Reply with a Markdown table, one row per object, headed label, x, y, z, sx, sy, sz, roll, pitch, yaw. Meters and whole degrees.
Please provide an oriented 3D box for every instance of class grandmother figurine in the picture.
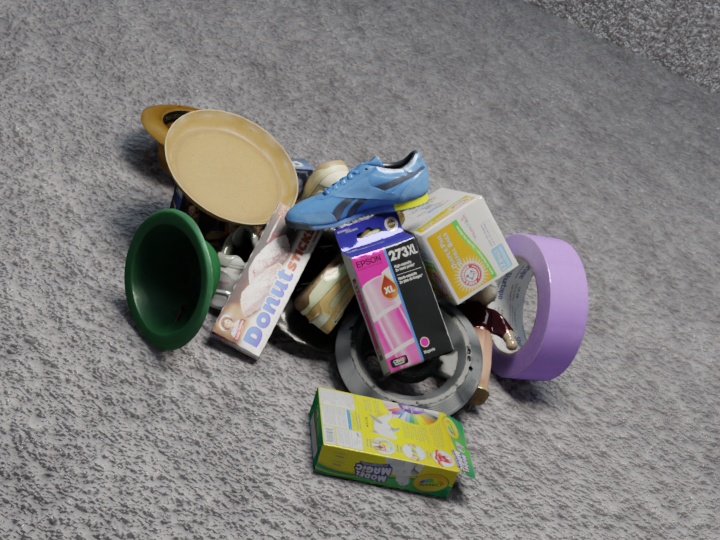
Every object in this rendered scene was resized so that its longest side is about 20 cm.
| label | x | y | z | sx | sy | sz | roll | pitch | yaw |
| --- | --- | --- | --- | --- | --- | --- | --- | --- | --- |
| grandmother figurine | 0.159 | 0.086 | 1.705 | 0.119 | 0.061 | 0.202 | 15 | 53 | -6 |

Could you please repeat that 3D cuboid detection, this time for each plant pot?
| label | x | y | z | sx | sy | sz | roll | pitch | yaw |
| --- | --- | --- | --- | --- | --- | --- | --- | --- | --- |
| plant pot | -0.180 | -0.136 | 1.701 | 0.197 | 0.028 | 0.202 | 19 | 45 | -20 |

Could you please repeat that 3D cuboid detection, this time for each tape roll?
| label | x | y | z | sx | sy | sz | roll | pitch | yaw |
| --- | --- | --- | --- | --- | --- | --- | --- | --- | --- |
| tape roll | 0.239 | 0.052 | 1.745 | 0.065 | 0.203 | 0.201 | 7 | 31 | -23 |

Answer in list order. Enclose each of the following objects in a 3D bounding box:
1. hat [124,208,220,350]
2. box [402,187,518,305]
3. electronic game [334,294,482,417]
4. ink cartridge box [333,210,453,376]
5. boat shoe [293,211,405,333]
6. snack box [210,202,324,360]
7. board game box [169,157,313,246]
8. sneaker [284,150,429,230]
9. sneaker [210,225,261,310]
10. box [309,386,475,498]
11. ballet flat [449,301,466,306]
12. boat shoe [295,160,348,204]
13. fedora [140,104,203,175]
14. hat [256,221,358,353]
| label | x | y | z | sx | sy | sz | roll | pitch | yaw |
| --- | --- | --- | --- | --- | --- | --- | --- | --- | --- |
| hat | -0.192 | 0.006 | 1.595 | 0.175 | 0.166 | 0.202 | 5 | 46 | -49 |
| box | 0.124 | -0.037 | 1.709 | 0.114 | 0.100 | 0.200 | 60 | -7 | -11 |
| electronic game | 0.064 | 0.111 | 1.622 | 0.196 | 0.042 | 0.203 | 4 | 57 | -6 |
| ink cartridge box | 0.042 | 0.025 | 1.589 | 0.093 | 0.037 | 0.203 | -18 | 81 | -18 |
| boat shoe | 0.000 | 0.000 | 1.643 | 0.076 | 0.200 | 0.072 | 44 | -14 | -5 |
| snack box | -0.120 | 0.012 | 1.620 | 0.071 | 0.024 | 0.202 | 27 | 69 | -3 |
| board game box | -0.176 | -0.101 | 1.793 | 0.197 | 0.137 | 0.035 | 0 | 32 | -33 |
| sneaker | -0.008 | -0.108 | 1.614 | 0.197 | 0.080 | 0.066 | -14 | 23 | -4 |
| sneaker | -0.145 | -0.021 | 1.708 | 0.077 | 0.101 | 0.200 | 12 | 25 | 14 |
| box | 0.039 | 0.210 | 1.503 | 0.196 | 0.049 | 0.118 | 12 | 29 | -12 |
| ballet flat | 0.135 | 0.055 | 1.806 | 0.068 | 0.070 | 0.201 | 11 | 27 | -18 |
| boat shoe | -0.060 | -0.072 | 1.760 | 0.071 | 0.201 | 0.066 | -13 | 63 | -33 |
| fedora | -0.263 | -0.191 | 1.947 | 0.197 | 0.083 | 0.201 | 17 | 23 | -8 |
| hat | -0.065 | 0.022 | 1.691 | 0.197 | 0.081 | 0.204 | 7 | 70 | -19 |
